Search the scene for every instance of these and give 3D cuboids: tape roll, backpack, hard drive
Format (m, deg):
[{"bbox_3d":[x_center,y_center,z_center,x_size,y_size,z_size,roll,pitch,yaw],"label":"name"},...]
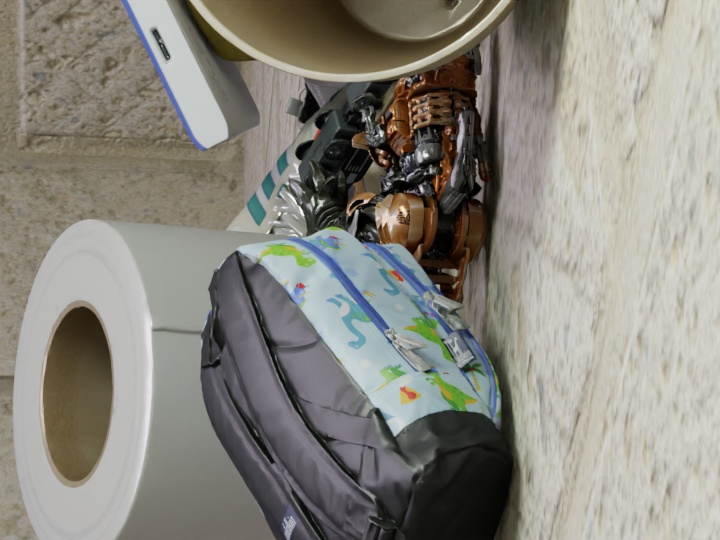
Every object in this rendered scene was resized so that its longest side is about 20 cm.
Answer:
[{"bbox_3d":[-0.104,0.075,1.654,0.202,0.138,0.204,-13,75,60],"label":"tape roll"},{"bbox_3d":[-0.006,0.070,1.442,0.200,0.153,0.164,41,138,27],"label":"backpack"},{"bbox_3d":[-0.108,-0.141,1.742,0.133,0.025,0.200,64,-175,-3],"label":"hard drive"}]

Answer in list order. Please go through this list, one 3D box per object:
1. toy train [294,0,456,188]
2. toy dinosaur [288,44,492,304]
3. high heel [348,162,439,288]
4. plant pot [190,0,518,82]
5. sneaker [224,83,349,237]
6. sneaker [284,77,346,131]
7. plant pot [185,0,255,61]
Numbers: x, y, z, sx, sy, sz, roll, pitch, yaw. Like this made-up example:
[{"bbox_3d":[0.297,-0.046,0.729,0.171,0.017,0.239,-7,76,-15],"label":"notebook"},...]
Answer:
[{"bbox_3d":[0.021,-0.113,1.612,0.200,0.046,0.034,-56,39,42],"label":"toy train"},{"bbox_3d":[0.026,-0.031,1.532,0.201,0.102,0.136,-67,18,-12],"label":"toy dinosaur"},{"bbox_3d":[0.000,0.000,1.711,0.142,0.071,0.201,30,105,64],"label":"high heel"},{"bbox_3d":[0.011,-0.170,1.373,0.200,0.186,0.189,28,-117,-80],"label":"plant pot"},{"bbox_3d":[-0.037,-0.048,1.800,0.200,0.070,0.094,-55,-11,-30],"label":"sneaker"},{"bbox_3d":[-0.015,-0.116,2.047,0.200,0.081,0.075,103,168,-66],"label":"sneaker"},{"bbox_3d":[-0.039,-0.241,1.745,0.195,0.194,0.201,-104,13,-62],"label":"plant pot"}]
